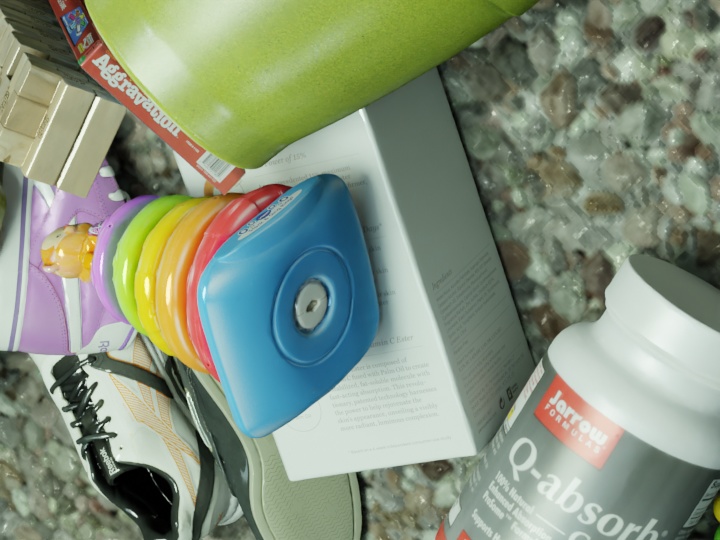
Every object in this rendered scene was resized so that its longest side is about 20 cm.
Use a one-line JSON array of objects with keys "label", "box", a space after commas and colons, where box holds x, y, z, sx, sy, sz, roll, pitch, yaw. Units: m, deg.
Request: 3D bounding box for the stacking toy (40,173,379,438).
[{"label": "stacking toy", "box": [-0.097, 0.000, 1.193, 0.199, 0.116, 0.110, 13, 131, 40]}]

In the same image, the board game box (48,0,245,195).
[{"label": "board game box", "box": [-0.121, -0.112, 1.200, 0.019, 0.200, 0.103, -44, 117, 5]}]

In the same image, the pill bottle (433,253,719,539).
[{"label": "pill bottle", "box": [0.130, 0.099, 1.198, 0.116, 0.116, 0.201, 33, 107, 11]}]

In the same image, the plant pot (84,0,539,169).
[{"label": "plant pot", "box": [-0.027, -0.158, 1.107, 0.193, 0.200, 0.201, -40, 89, 15]}]

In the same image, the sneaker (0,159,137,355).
[{"label": "sneaker", "box": [-0.158, -0.050, 1.338, 0.114, 0.073, 0.202, 3, 97, -11]}]

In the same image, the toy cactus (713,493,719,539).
[{"label": "toy cactus", "box": [0.231, 0.202, 1.234, 0.164, 0.102, 0.200, 27, 119, -7]}]

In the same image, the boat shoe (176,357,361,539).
[{"label": "boat shoe", "box": [-0.057, 0.099, 1.349, 0.068, 0.072, 0.201, 14, 131, 62]}]

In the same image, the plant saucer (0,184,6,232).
[{"label": "plant saucer", "box": [-0.260, -0.020, 1.353, 0.200, 0.048, 0.200, -121, 41, -50]}]

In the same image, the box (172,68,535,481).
[{"label": "box", "box": [0.000, 0.000, 1.249, 0.124, 0.097, 0.201, -10, 106, 30]}]

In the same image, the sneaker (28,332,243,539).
[{"label": "sneaker", "box": [-0.148, 0.082, 1.370, 0.200, 0.080, 0.074, 48, 125, 3]}]

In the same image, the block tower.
[{"label": "block tower", "box": [-0.179, -0.110, 1.199, 0.054, 0.200, 0.058, 20, 106, -29]}]
